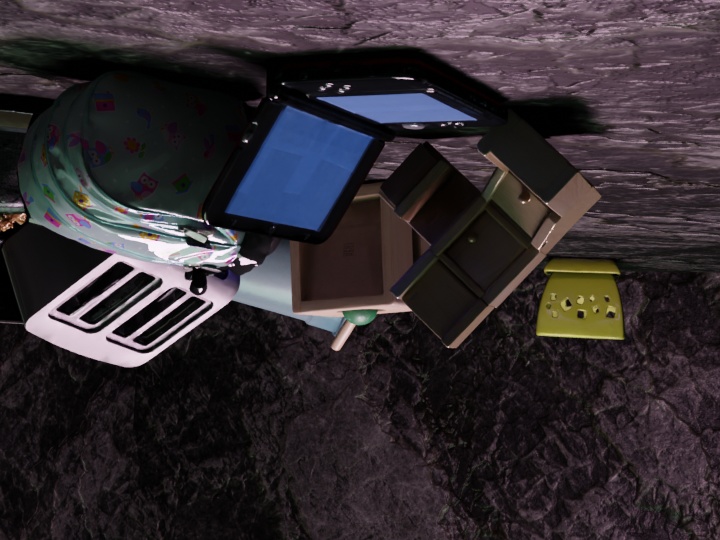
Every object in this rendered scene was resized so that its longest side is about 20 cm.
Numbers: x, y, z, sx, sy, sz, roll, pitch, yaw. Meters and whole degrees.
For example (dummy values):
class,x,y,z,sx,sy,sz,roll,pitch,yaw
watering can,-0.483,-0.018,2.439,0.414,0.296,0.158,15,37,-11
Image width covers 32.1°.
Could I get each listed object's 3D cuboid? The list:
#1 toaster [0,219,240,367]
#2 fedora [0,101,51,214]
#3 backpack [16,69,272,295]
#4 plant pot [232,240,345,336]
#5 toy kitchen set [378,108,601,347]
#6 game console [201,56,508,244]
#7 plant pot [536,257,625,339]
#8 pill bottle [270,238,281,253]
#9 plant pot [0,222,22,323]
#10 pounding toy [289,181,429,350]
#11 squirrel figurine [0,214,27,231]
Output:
class,x,y,z,sx,sy,sz,roll,pitch,yaw
toaster,-0.249,-0.005,1.275,0.200,0.119,0.181,-35,146,17
fedora,-0.331,-0.101,1.168,0.200,0.092,0.201,3,178,0
backpack,-0.166,-0.083,0.995,0.200,0.167,0.127,10,155,-37
plant pot,-0.108,-0.021,1.818,0.196,0.201,0.200,12,176,-9
toy kitchen set,0.080,-0.058,1.126,0.163,0.200,0.180,45,-171,14
game console,0.002,-0.084,0.959,0.172,0.119,0.200,2,178,26
plant pot,0.509,0.065,2.882,0.199,0.182,0.200,2,177,11
pill bottle,-0.188,-0.064,1.613,0.112,0.112,0.200,1,177,30
plant pot,-0.558,-0.032,2.028,0.199,0.200,0.177,1,-170,21
pounding toy,0.000,0.000,1.652,0.184,0.200,0.142,-6,173,32
squirrel figurine,-0.405,-0.079,1.338,0.200,0.142,0.187,4,-175,37
